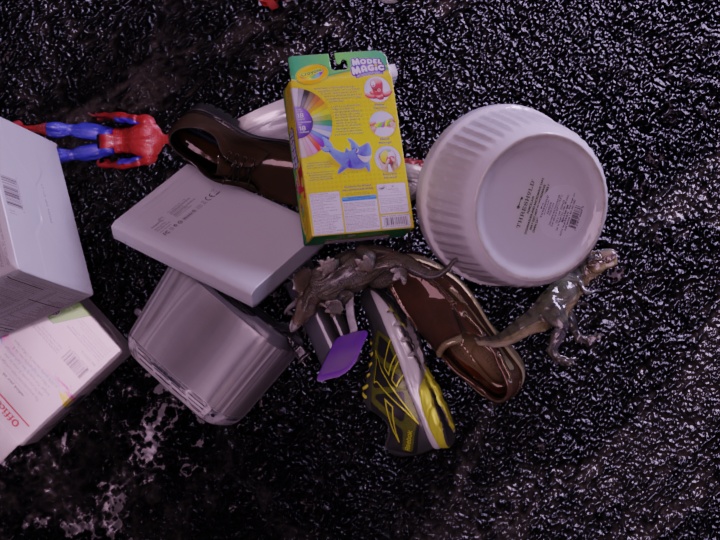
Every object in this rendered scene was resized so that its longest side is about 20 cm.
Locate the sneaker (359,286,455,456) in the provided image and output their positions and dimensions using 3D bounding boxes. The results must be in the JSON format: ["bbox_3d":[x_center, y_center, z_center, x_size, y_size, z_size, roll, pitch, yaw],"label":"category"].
[{"bbox_3d":[0.032,0.116,1.726,0.085,0.074,0.200,-25,81,13],"label":"sneaker"}]

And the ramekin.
[{"bbox_3d":[0.170,-0.075,1.664,0.200,0.105,0.200,-4,101,-21],"label":"ramekin"}]

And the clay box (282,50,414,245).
[{"bbox_3d":[-0.016,-0.132,1.660,0.115,0.048,0.200,-5,78,-14],"label":"clay box"}]

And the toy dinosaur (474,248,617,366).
[{"bbox_3d":[0.219,0.057,1.713,0.200,0.047,0.088,-36,90,-24],"label":"toy dinosaur"}]

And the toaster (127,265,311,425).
[{"bbox_3d":[-0.159,0.082,1.713,0.200,0.114,0.129,39,96,15],"label":"toaster"}]

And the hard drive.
[{"bbox_3d":[-0.153,-0.041,1.690,0.200,0.027,0.132,25,49,28],"label":"hard drive"}]

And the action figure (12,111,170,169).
[{"bbox_3d":[-0.294,-0.148,1.763,0.200,0.052,0.065,0,94,10],"label":"action figure"}]

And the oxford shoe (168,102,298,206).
[{"bbox_3d":[-0.122,-0.110,1.694,0.200,0.084,0.073,23,121,12],"label":"oxford shoe"}]

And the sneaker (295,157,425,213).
[{"bbox_3d":[0.020,-0.086,1.735,0.200,0.078,0.082,2,93,13],"label":"sneaker"}]

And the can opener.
[{"bbox_3d":[-0.070,0.025,1.754,0.067,0.053,0.200,-25,88,36],"label":"can opener"}]

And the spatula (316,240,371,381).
[{"bbox_3d":[-0.008,0.031,1.716,0.021,0.056,0.200,31,58,-36],"label":"spatula"}]

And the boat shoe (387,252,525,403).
[{"bbox_3d":[0.103,0.064,1.705,0.202,0.075,0.075,43,115,-2],"label":"boat shoe"}]

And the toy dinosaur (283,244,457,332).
[{"bbox_3d":[0.000,0.000,1.658,0.200,0.102,0.077,-24,102,3],"label":"toy dinosaur"}]

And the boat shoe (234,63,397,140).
[{"bbox_3d":[-0.046,-0.172,1.739,0.200,0.072,0.069,-22,97,2],"label":"boat shoe"}]

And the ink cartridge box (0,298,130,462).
[{"bbox_3d":[-0.370,0.116,1.756,0.200,0.067,0.117,-42,86,2],"label":"ink cartridge box"}]

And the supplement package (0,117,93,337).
[{"bbox_3d":[-0.428,-0.034,1.679,0.200,0.147,0.191,-24,70,17],"label":"supplement package"}]

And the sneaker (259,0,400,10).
[{"bbox_3d":[-0.056,-0.327,1.743,0.201,0.067,0.108,35,93,7],"label":"sneaker"}]
